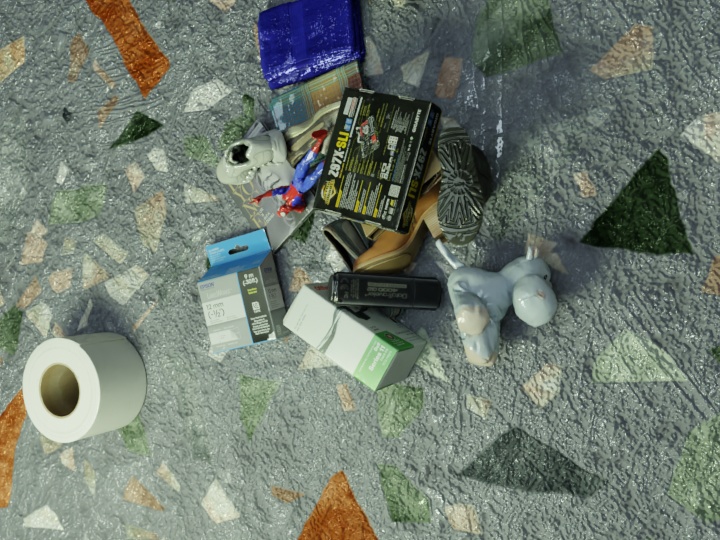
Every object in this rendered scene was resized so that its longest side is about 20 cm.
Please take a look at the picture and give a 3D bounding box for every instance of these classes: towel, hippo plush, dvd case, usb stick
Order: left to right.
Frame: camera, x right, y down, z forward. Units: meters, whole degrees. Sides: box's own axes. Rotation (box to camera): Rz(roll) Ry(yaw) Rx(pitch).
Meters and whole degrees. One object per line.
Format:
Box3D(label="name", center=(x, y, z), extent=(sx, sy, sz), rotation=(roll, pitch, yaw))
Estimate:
Box3D(label="dvd case", center=(-0.173, -0.153, 1.434), extent=(0.149, 0.016, 0.201), rotation=(-44, 73, 29))
Box3D(label="towel", center=(-0.093, -0.418, 1.391), extent=(0.198, 0.049, 0.150), rotation=(-10, 87, 24))
Box3D(label="towel", center=(-0.069, -0.269, 1.383), extent=(0.198, 0.022, 0.148), rotation=(-18, 84, 31))
Box3D(label="usb stick", center=(0.043, 0.034, 1.273), extent=(0.033, 0.198, 0.056), rotation=(177, 96, -67))
Box3D(label="hippo plush", center=(0.226, 0.050, 1.223), extent=(0.159, 0.160, 0.201), rotation=(-16, 41, 6))

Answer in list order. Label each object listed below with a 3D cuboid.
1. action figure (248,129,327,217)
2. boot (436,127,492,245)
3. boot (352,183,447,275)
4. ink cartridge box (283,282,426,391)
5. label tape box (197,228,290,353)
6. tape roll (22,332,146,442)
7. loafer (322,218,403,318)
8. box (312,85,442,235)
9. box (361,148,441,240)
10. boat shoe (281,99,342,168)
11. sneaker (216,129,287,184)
Box3D(label="action figure", center=(-0.115, -0.143, 1.316), extent=(0.065, 0.099, 0.200), rotation=(50, 140, 10))
Box3D(label="boot", center=(0.162, -0.120, 1.194), extent=(0.072, 0.200, 0.184), rotation=(0, 85, 11))
Box3D(label="boot", center=(0.050, -0.088, 1.293), extent=(0.199, 0.077, 0.156), rotation=(-32, 66, 8))
Box3D(label="ink cartridge box", center=(-0.009, 0.104, 1.304), extent=(0.199, 0.146, 0.084), rotation=(33, 103, 19))
Box3D(label="label tape box", center=(-0.223, 0.039, 1.438), extent=(0.142, 0.066, 0.202), rotation=(-14, 91, 25))
Box3D(label="tape roll", center=(-0.548, 0.229, 1.555), extent=(0.201, 0.139, 0.205), rotation=(1, 91, 25))
Box3D(label="loafer", center=(0.000, 0.000, 1.335), extent=(0.201, 0.062, 0.072), rotation=(60, 143, 17))
Box3D(label="box", center=(0.025, -0.171, 1.205), extent=(0.158, 0.049, 0.202), rotation=(16, 92, 31))
Box3D(label="box", center=(0.048, -0.164, 1.284), extent=(0.163, 0.021, 0.201), rotation=(-43, 38, 18))
Box3D(label="boat shoe", center=(-0.056, -0.233, 1.333), extent=(0.199, 0.074, 0.074), rotation=(-21, 92, 38))
Box3D(label="sneaker", center=(-0.212, -0.199, 1.380), extent=(0.199, 0.080, 0.076), rotation=(-18, 88, 51))
